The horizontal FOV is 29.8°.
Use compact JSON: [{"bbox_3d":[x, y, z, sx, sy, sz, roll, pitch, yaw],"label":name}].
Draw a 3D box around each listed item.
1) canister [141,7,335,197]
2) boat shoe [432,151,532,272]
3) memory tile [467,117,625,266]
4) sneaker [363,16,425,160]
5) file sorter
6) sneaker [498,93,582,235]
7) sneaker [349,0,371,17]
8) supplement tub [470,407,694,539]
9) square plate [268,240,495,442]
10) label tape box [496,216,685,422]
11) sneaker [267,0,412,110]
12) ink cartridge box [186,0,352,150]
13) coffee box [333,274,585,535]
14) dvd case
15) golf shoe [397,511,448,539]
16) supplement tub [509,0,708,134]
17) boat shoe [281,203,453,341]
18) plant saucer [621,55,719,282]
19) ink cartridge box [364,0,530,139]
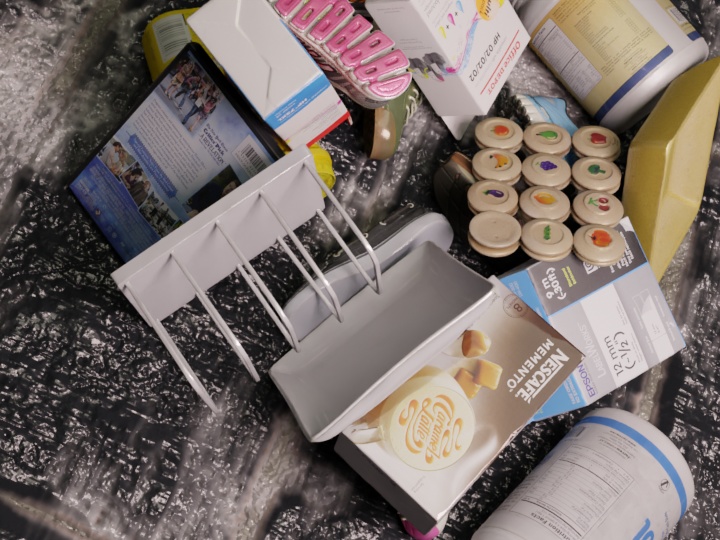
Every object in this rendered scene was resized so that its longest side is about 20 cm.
[{"bbox_3d":[-0.123,-0.158,1.333,0.148,0.087,0.200,-10,69,-23],"label":"canister"},{"bbox_3d":[0.160,-0.045,1.390,0.200,0.076,0.074,46,56,-4],"label":"boat shoe"},{"bbox_3d":[0.182,-0.082,1.327,0.153,0.017,0.200,6,45,2],"label":"memory tile"},{"bbox_3d":[0.050,-0.205,1.421,0.090,0.067,0.201,5,62,-11],"label":"sneaker"},{"bbox_3d":[-0.091,0.013,1.196,0.200,0.139,0.125,-35,75,-7],"label":"file sorter"},{"bbox_3d":[0.227,-0.106,1.433,0.090,0.078,0.200,-14,72,-27],"label":"sneaker"},{"bbox_3d":[0.002,-0.318,1.381,0.200,0.112,0.078,-15,54,-11],"label":"sneaker"},{"bbox_3d":[0.201,0.233,1.241,0.132,0.132,0.200,46,62,5],"label":"supplement tub"},{"bbox_3d":[0.017,0.062,1.197,0.200,0.198,0.028,-39,108,-3],"label":"square plate"},{"bbox_3d":[0.199,0.054,1.301,0.200,0.066,0.144,-26,94,-28],"label":"label tape box"},{"bbox_3d":[-0.034,-0.231,1.335,0.200,0.087,0.074,45,71,6],"label":"sneaker"},{"bbox_3d":[-0.076,-0.177,1.230,0.067,0.200,0.116,-38,80,2],"label":"ink cartridge box"},{"bbox_3d":[0.087,0.118,1.191,0.114,0.080,0.200,43,72,10],"label":"coffee box"},{"bbox_3d":[-0.170,-0.090,1.236,0.143,0.200,0.018,52,28,10],"label":"dvd case"},{"bbox_3d":[0.081,0.154,1.272,0.091,0.075,0.200,15,71,-35],"label":"golf shoe"},{"bbox_3d":[0.264,-0.264,1.476,0.144,0.144,0.200,-35,81,-28],"label":"supplement tub"},{"bbox_3d":[0.000,0.000,1.322,0.200,0.069,0.057,-32,45,-21],"label":"boat shoe"},{"bbox_3d":[0.312,-0.099,1.389,0.048,0.200,0.200,18,42,21],"label":"plant saucer"},{"bbox_3d":[0.101,-0.239,1.382,0.200,0.068,0.115,51,59,-37],"label":"ink cartridge box"}]
